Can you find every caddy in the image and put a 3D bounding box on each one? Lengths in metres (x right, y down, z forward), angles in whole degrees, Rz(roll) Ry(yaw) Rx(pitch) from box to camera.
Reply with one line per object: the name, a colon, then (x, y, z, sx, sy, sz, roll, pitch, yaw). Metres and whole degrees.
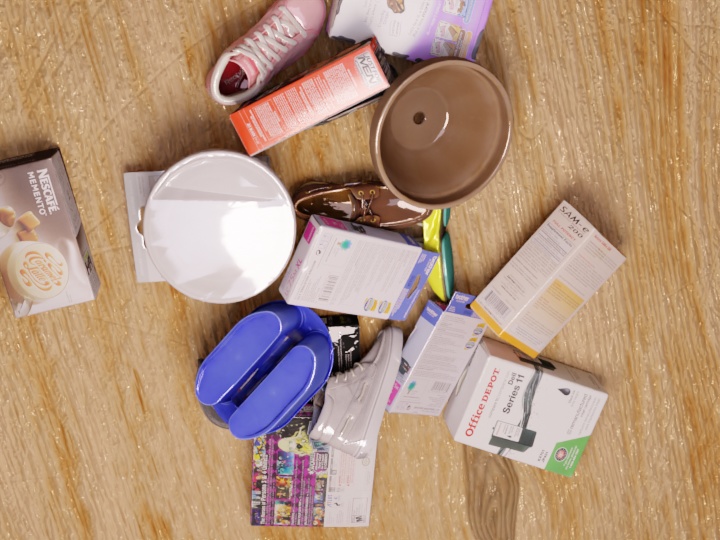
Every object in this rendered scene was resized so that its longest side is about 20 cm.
caddy: (-0.128, 0.134, 1.465, 0.141, 0.105, 0.200, 44, 101, 5)

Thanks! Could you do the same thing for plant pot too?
plant pot: (0.094, -0.190, 1.433, 0.199, 0.093, 0.202, -10, 119, -19)

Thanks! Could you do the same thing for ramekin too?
ramekin: (-0.182, -0.067, 1.430, 0.200, 0.094, 0.204, -1, 108, -2)

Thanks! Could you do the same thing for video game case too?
video game case: (-0.068, 0.285, 1.575, 0.179, 0.036, 0.202, 1, 117, -6)

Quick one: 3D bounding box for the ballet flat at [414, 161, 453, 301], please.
ballet flat: (0.098, -0.057, 1.535, 0.066, 0.067, 0.202, 2, 105, 15)

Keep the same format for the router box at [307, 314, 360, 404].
router box: (-0.071, 0.169, 1.583, 0.148, 0.051, 0.202, -3, 107, -4)

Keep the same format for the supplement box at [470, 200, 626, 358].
supplement box: (0.266, 0.015, 1.536, 0.200, 0.074, 0.126, -48, 142, 8)

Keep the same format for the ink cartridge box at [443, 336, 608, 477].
ink cartridge box: (0.242, 0.202, 1.612, 0.198, 0.083, 0.148, 18, 104, -11)

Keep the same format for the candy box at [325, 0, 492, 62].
candy box: (0.070, -0.365, 1.426, 0.198, 0.072, 0.169, 14, 105, -11)

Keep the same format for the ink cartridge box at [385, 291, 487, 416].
ink cartridge box: (0.113, 0.116, 1.565, 0.119, 0.042, 0.201, 13, 111, -48)

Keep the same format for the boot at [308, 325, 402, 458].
boot: (-0.008, 0.153, 1.504, 0.095, 0.074, 0.201, 22, 60, -9)

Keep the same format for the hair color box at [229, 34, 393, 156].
hair color box: (-0.060, -0.223, 1.379, 0.199, 0.102, 0.062, -24, 105, 12)

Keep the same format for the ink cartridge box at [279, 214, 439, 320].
ink cartridge box: (0.000, 0.000, 1.472, 0.199, 0.042, 0.120, 12, 116, -32)

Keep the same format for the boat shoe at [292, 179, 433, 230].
boat shoe: (0.002, -0.086, 1.484, 0.198, 0.068, 0.073, 1, 103, 7)

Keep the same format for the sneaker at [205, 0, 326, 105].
sneaker: (-0.121, -0.286, 1.412, 0.200, 0.105, 0.075, -41, 105, 5)

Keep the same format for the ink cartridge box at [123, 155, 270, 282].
ink cartridge box: (-0.217, -0.069, 1.502, 0.198, 0.047, 0.162, -4, 108, 1)

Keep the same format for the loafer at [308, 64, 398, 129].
loafer: (-0.042, -0.233, 1.457, 0.198, 0.063, 0.072, -18, 109, -1)

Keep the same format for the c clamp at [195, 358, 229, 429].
c clamp: (-0.149, 0.134, 1.531, 0.199, 0.027, 0.172, -26, 110, 7)

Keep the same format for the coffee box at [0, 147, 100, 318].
coffee box: (-0.433, -0.052, 1.459, 0.113, 0.080, 0.202, -12, 108, -3)
